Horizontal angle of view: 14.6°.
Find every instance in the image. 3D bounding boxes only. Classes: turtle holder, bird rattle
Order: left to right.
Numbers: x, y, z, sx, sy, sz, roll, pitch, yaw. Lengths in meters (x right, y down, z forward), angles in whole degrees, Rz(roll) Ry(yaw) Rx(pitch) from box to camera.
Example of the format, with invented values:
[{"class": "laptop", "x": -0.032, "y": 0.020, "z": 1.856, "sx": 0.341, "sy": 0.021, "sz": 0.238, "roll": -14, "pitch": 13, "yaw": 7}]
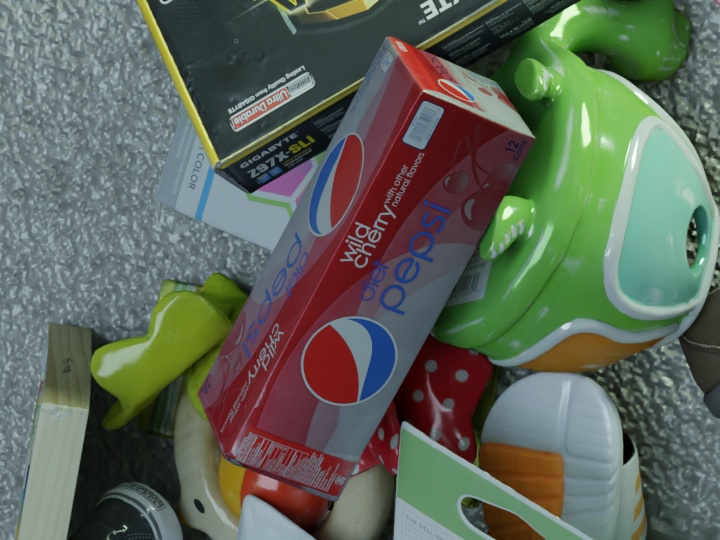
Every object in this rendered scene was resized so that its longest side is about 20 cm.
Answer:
[{"class": "bird rattle", "x": -0.030, "y": 0.081, "z": 1.432, "sx": 0.199, "sy": 0.113, "sz": 0.164, "roll": 15, "pitch": 119, "yaw": 20}, {"class": "turtle holder", "x": 0.099, "y": -0.036, "z": 1.344, "sx": 0.141, "sy": 0.131, "sz": 0.186, "roll": -48, "pitch": 30, "yaw": 40}]

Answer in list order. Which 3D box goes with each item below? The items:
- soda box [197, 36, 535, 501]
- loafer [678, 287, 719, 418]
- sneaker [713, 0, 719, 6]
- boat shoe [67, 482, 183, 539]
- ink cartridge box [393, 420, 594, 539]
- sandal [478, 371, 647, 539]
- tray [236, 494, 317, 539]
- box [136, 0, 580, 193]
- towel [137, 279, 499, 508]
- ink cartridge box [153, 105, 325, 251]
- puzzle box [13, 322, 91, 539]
[{"class": "soda box", "x": 0.000, "y": 0.000, "z": 1.281, "sx": 0.063, "sy": 0.070, "sz": 0.201, "roll": 21, "pitch": 108, "yaw": -24}, {"class": "loafer", "x": 0.217, "y": -0.016, "z": 1.320, "sx": 0.071, "sy": 0.073, "sz": 0.200, "roll": 48, "pitch": 112, "yaw": 13}, {"class": "sneaker", "x": 0.180, "y": -0.213, "z": 1.321, "sx": 0.087, "sy": 0.074, "sz": 0.201, "roll": -23, "pitch": 79, "yaw": 31}, {"class": "boat shoe", "x": -0.130, "y": 0.209, "z": 1.479, "sx": 0.070, "sy": 0.066, "sz": 0.201, "roll": 22, "pitch": 125, "yaw": 26}, {"class": "ink cartridge box", "x": 0.079, "y": 0.168, "z": 1.354, "sx": 0.145, "sy": 0.048, "sz": 0.201, "roll": 30, "pitch": 135, "yaw": 27}, {"class": "sandal", "x": 0.105, "y": 0.133, "z": 1.400, "sx": 0.079, "sy": 0.059, "sz": 0.208, "roll": 20, "pitch": 124, "yaw": 32}, {"class": "tray", "x": 0.006, "y": 0.204, "z": 1.403, "sx": 0.200, "sy": 0.022, "sz": 0.108, "roll": 36, "pitch": 141, "yaw": 20}, {"class": "box", "x": -0.008, "y": -0.155, "z": 1.326, "sx": 0.199, "sy": 0.049, "sz": 0.160, "roll": -29, "pitch": 66, "yaw": 10}, {"class": "towel", "x": -0.025, "y": 0.064, "z": 1.473, "sx": 0.199, "sy": 0.018, "sz": 0.087, "roll": 11, "pitch": 100, "yaw": 24}, {"class": "ink cartridge box", "x": 0.003, "y": -0.050, "z": 1.427, "sx": 0.199, "sy": 0.059, "sz": 0.104, "roll": 23, "pitch": 102, "yaw": 22}, {"class": "puzzle box", "x": -0.162, "y": 0.111, "z": 1.452, "sx": 0.025, "sy": 0.200, "sz": 0.134, "roll": 9, "pitch": 99, "yaw": -7}]
